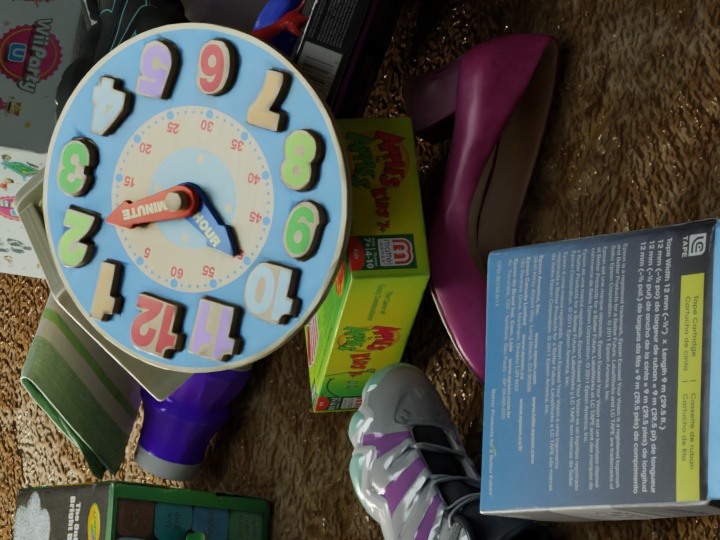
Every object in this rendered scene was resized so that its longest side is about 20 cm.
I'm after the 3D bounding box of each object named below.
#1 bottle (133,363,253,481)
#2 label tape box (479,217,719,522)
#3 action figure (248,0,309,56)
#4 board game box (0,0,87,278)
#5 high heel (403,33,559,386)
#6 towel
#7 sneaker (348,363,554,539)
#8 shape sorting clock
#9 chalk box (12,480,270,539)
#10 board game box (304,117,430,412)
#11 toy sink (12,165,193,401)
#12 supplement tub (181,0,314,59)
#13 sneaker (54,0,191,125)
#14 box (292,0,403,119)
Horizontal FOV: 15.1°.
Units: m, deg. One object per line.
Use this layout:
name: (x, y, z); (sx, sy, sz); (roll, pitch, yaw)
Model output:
bottle: (-0.105, 0.045, 1.845); (0.084, 0.065, 0.201); (45, 121, 58)
label tape box: (0.153, 0.054, 1.392); (0.200, 0.066, 0.144); (-8, 76, 45)
action figure: (-0.055, -0.134, 1.635); (0.200, 0.052, 0.066); (-58, -14, -36)
board game box: (-0.224, -0.102, 1.902); (0.200, 0.064, 0.148); (99, 180, -64)
high heel: (0.085, -0.036, 1.556); (0.096, 0.067, 0.201); (-18, 79, 28)
towel: (-0.175, 0.023, 1.862); (0.023, 0.153, 0.201); (2, 59, 22)
sneaker: (0.065, 0.134, 1.532); (0.140, 0.078, 0.201); (-31, 64, 50)
shape sorting clock: (-0.097, -0.041, 1.549); (0.199, 0.039, 0.201); (4, 98, 26)
chalk box: (-0.139, 0.208, 1.808); (0.200, 0.124, 0.125); (-9, 74, 58)
board game box: (0.000, 0.000, 1.621); (0.200, 0.047, 0.102); (106, 160, -64)
toy sink: (-0.134, -0.035, 1.712); (0.130, 0.112, 0.200); (-41, 28, 5)
supplement tub: (-0.093, -0.192, 1.812); (0.200, 0.140, 0.141); (47, 122, 54)
sneaker: (-0.134, -0.150, 1.680); (0.079, 0.075, 0.201); (-10, 58, 22)
box: (-0.002, -0.152, 1.632); (0.200, 0.036, 0.143); (-28, -42, -82)
